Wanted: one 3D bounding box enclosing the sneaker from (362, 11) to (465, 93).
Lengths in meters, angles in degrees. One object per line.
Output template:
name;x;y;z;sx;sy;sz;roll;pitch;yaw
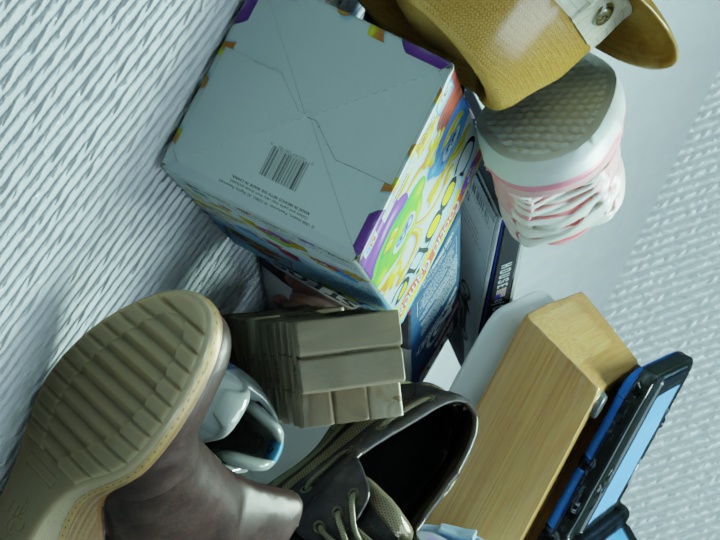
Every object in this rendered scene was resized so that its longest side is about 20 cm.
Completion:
sneaker;0.036;-0.142;1.410;0.079;0.066;0.201;-68;174;-54

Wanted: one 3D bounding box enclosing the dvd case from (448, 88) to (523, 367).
dvd case;0.051;-0.044;1.569;0.025;0.151;0.200;-18;154;-13

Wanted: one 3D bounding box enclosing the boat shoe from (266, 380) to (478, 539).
boat shoe;-0.009;0.127;1.371;0.073;0.075;0.200;-19;-151;54

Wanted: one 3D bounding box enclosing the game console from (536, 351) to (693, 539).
game console;0.183;0.152;1.581;0.171;0.118;0.200;-62;169;8

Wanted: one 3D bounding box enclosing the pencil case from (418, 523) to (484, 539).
pencil case;0.032;0.240;1.467;0.091;0.083;0.201;-81;178;-71

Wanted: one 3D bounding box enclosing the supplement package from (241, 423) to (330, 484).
supplement package;-0.029;0.117;1.584;0.122;0.119;0.200;-61;169;-2

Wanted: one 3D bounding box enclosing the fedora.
fedora;0.055;-0.132;1.244;0.082;0.200;0.201;-52;169;-1

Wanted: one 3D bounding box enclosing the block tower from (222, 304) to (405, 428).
block tower;-0.028;0.048;1.384;0.200;0.057;0.054;179;-94;-77

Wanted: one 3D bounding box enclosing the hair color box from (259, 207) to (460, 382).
hair color box;0.000;0.000;1.499;0.061;0.100;0.200;-59;169;-16

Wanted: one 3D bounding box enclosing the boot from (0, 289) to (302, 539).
boot;-0.085;0.095;1.250;0.166;0.072;0.200;11;122;-50

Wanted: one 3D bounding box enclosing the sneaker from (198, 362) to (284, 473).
sneaker;-0.079;0.082;1.358;0.075;0.086;0.200;-63;171;-9

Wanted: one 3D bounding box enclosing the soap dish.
soap dish;0.083;0.114;1.555;0.201;0.081;0.157;-63;168;11

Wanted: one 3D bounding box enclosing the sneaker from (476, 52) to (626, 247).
sneaker;0.103;-0.052;1.352;0.200;0.075;0.105;-96;169;-70

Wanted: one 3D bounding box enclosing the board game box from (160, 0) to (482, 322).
board game box;-0.012;-0.054;1.299;0.103;0.104;0.200;-63;170;-5
